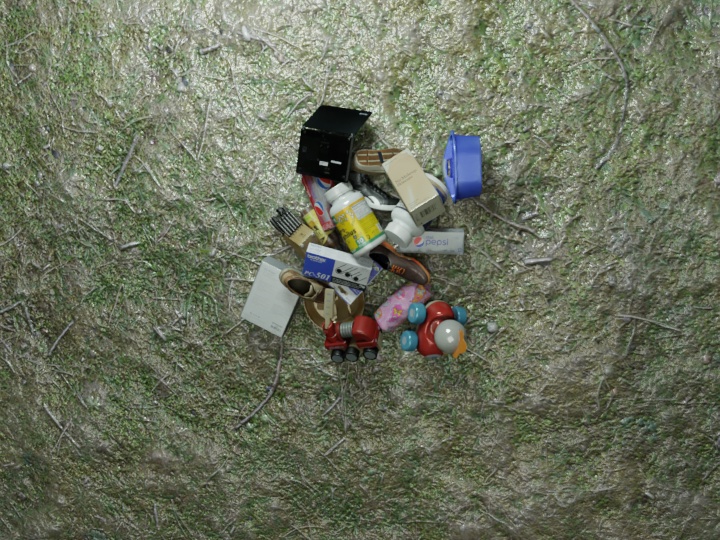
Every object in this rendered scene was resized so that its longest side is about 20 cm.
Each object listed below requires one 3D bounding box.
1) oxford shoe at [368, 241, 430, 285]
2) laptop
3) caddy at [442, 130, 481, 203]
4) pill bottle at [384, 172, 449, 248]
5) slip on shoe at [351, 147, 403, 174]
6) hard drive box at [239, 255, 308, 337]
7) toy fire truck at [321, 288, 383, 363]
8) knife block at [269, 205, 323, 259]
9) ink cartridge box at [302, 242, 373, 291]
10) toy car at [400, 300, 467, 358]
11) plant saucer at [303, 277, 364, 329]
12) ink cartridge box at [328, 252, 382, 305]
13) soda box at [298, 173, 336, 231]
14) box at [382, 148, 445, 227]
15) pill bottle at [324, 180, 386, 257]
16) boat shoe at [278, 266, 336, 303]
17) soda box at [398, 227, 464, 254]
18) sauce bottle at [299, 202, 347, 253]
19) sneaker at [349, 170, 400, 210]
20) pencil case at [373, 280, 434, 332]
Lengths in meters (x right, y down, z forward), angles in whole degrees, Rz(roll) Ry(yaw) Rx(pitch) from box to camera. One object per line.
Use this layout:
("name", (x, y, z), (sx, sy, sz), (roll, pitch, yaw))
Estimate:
("oxford shoe", (0.111, -0.008, 1.683), (0.198, 0.073, 0.072), (30, 126, 13))
("laptop", (-0.076, -0.365, 1.636), (0.174, 0.103, 0.204), (14, 104, 25))
("caddy", (0.281, -0.292, 1.614), (0.103, 0.142, 0.205), (-3, 102, 5))
("pill bottle", (0.157, -0.168, 1.639), (0.110, 0.111, 0.201), (37, 79, -3))
("slip on shoe", (0.066, -0.308, 1.662), (0.196, 0.061, 0.078), (-6, 72, -24))
("hard drive box", (-0.271, 0.082, 1.814), (0.154, 0.077, 0.203), (26, 106, 1))
("toy fire truck", (-0.040, 0.162, 1.721), (0.173, 0.130, 0.201), (-9, 132, 25))
("knife block", (-0.195, -0.105, 1.764), (0.064, 0.175, 0.201), (-44, 140, -12))
("ink cartridge box", (-0.068, -0.009, 1.688), (0.196, 0.045, 0.095), (16, 132, -2))
("toy car", (0.246, 0.201, 1.677), (0.181, 0.200, 0.180), (7, 107, -24))
("plant saucer", (-0.082, 0.094, 1.812), (0.196, 0.035, 0.205), (2, 103, 7))
("ink cartridge box", (0.000, 0.000, 1.752), (0.095, 0.037, 0.200), (42, 88, -3))
("soda box", (-0.109, -0.222, 1.700), (0.063, 0.069, 0.203), (-19, 94, 54))
("box", (0.143, -0.227, 1.561), (0.094, 0.078, 0.202), (-31, 54, 5))
("pill bottle", (-0.019, -0.149, 1.633), (0.112, 0.113, 0.202), (-29, 94, 14))
("boat shoe", (-0.156, 0.060, 1.726), (0.197, 0.072, 0.077), (23, 104, -29))
("soda box", (0.211, -0.090, 1.712), (0.195, 0.064, 0.070), (2, 105, 8))
("sauce bottle", (-0.106, -0.115, 1.750), (0.064, 0.065, 0.201), (-34, 95, 14))
("sneaker", (0.034, -0.245, 1.694), (0.196, 0.073, 0.114), (9, 106, 7))
("pencil case", (0.132, 0.104, 1.763), (0.087, 0.088, 0.200), (45, 106, -4))
